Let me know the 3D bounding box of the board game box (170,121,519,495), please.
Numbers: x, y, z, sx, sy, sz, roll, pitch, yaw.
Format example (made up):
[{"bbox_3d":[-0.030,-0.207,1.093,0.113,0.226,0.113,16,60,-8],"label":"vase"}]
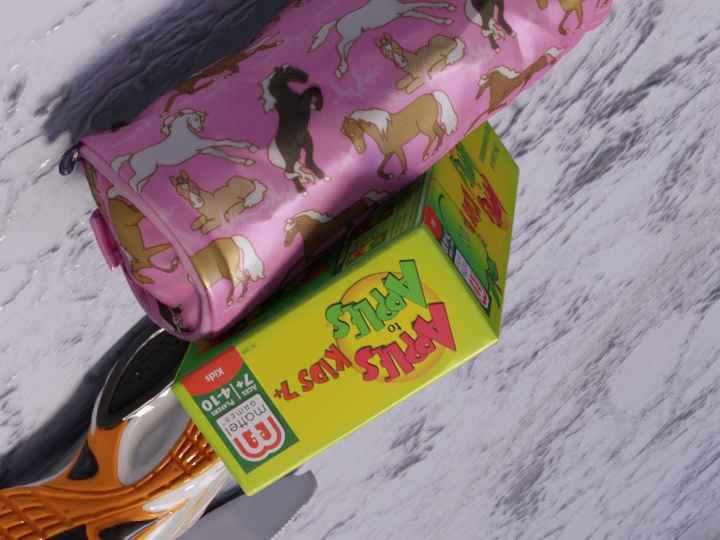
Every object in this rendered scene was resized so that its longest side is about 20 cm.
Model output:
[{"bbox_3d":[0.000,0.000,1.044,0.101,0.048,0.200,-33,-168,14],"label":"board game box"}]

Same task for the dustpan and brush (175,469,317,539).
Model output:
[{"bbox_3d":[-0.092,0.170,1.389,0.140,0.057,0.200,-50,161,22],"label":"dustpan and brush"}]

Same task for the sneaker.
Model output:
[{"bbox_3d":[-0.107,0.104,1.191,0.200,0.076,0.092,-42,167,0],"label":"sneaker"}]

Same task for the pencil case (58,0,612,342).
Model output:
[{"bbox_3d":[-0.004,-0.064,0.994,0.200,0.087,0.083,-38,160,-15],"label":"pencil case"}]
